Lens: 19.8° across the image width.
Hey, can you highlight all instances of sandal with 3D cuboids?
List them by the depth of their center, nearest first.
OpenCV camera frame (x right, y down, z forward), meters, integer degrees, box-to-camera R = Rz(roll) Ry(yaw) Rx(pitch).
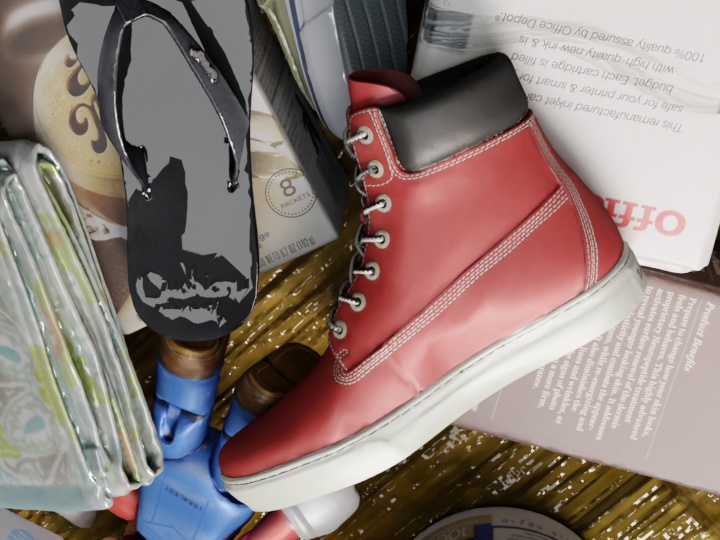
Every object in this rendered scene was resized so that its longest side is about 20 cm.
[{"bbox_3d":[-0.076,-0.062,0.858,0.076,0.043,0.201,-10,111,4],"label":"sandal"}]

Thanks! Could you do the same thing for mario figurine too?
[{"bbox_3d":[-0.078,0.103,0.993,0.106,0.124,0.201,-6,132,-37],"label":"mario figurine"}]

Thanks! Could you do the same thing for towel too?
[{"bbox_3d":[-0.188,0.027,0.944,0.199,0.048,0.172,-3,113,38],"label":"towel"}]

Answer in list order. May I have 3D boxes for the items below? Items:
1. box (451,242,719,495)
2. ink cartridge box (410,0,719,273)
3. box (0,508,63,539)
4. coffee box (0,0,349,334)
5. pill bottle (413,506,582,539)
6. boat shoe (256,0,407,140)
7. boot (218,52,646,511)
[{"bbox_3d":[0.098,0.026,0.957,0.199,0.075,0.101,16,111,-2],"label":"box"},{"bbox_3d":[0.101,-0.116,0.892,0.144,0.084,0.201,12,111,-1],"label":"ink cartridge box"},{"bbox_3d":[-0.217,0.230,0.986,0.041,0.156,0.200,28,124,-10],"label":"box"},{"bbox_3d":[-0.100,-0.089,0.914,0.113,0.080,0.201,-24,109,12],"label":"coffee box"},{"bbox_3d":[0.065,0.207,0.962,0.119,0.200,0.120,1,112,2],"label":"pill bottle"},{"bbox_3d":[-0.030,-0.152,0.903,0.062,0.072,0.201,-4,110,30],"label":"boat shoe"},{"bbox_3d":[0.000,0.000,0.863,0.200,0.072,0.145,-34,107,6],"label":"boot"}]
